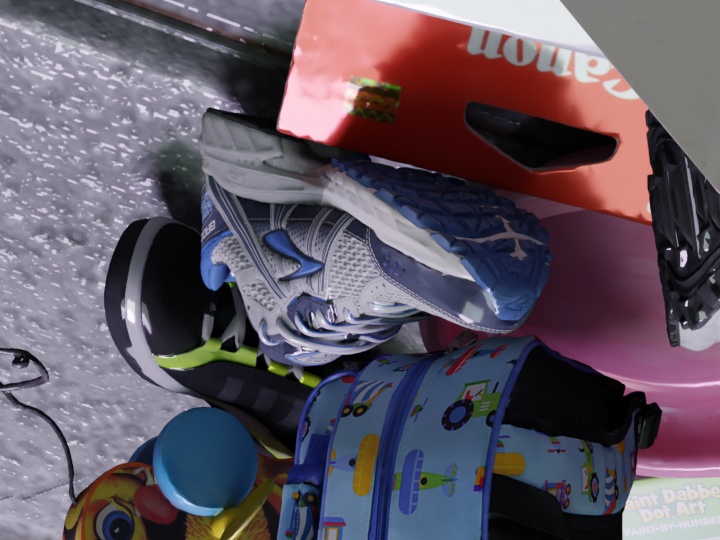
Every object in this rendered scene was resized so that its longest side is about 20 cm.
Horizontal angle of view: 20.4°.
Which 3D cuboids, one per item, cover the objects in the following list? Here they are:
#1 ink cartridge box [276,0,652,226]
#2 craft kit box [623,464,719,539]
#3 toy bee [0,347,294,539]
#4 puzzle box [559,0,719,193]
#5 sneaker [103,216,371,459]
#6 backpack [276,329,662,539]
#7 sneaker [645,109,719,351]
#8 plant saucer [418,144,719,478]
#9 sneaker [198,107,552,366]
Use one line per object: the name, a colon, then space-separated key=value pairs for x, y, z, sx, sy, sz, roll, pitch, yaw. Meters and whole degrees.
ink cartridge box: x=0.075 y=-0.088 z=0.688 sx=0.198 sy=0.044 sz=0.175 roll=14 pitch=124 yaw=-1
craft kit box: x=0.187 y=0.171 z=0.950 sx=0.198 sy=0.049 sz=0.199 roll=-11 pitch=111 yaw=23
toy bee: x=-0.090 y=0.118 z=0.893 sx=0.198 sy=0.110 sz=0.131 roll=10 pitch=158 yaw=3
puzzle box: x=0.085 y=-0.137 z=0.521 sx=0.133 sy=0.201 sz=0.025 roll=-43 pitch=160 yaw=20
sneaker: x=-0.035 y=0.033 z=0.905 sx=0.082 sy=0.072 sz=0.200 roll=-6 pitch=150 yaw=31
backpack: x=0.033 y=0.112 z=0.765 sx=0.133 sy=0.185 sz=0.200 roll=4 pitch=171 yaw=18
sneaker: x=0.132 y=-0.018 z=0.641 sx=0.078 sy=0.075 sz=0.200 roll=-7 pitch=173 yaw=9
plant saucer: x=0.124 y=0.014 z=0.842 sx=0.198 sy=0.051 sz=0.201 roll=8 pitch=143 yaw=6
sneaker: x=0.000 y=0.000 z=0.761 sx=0.076 sy=0.086 sz=0.200 roll=7 pitch=-169 yaw=-34
